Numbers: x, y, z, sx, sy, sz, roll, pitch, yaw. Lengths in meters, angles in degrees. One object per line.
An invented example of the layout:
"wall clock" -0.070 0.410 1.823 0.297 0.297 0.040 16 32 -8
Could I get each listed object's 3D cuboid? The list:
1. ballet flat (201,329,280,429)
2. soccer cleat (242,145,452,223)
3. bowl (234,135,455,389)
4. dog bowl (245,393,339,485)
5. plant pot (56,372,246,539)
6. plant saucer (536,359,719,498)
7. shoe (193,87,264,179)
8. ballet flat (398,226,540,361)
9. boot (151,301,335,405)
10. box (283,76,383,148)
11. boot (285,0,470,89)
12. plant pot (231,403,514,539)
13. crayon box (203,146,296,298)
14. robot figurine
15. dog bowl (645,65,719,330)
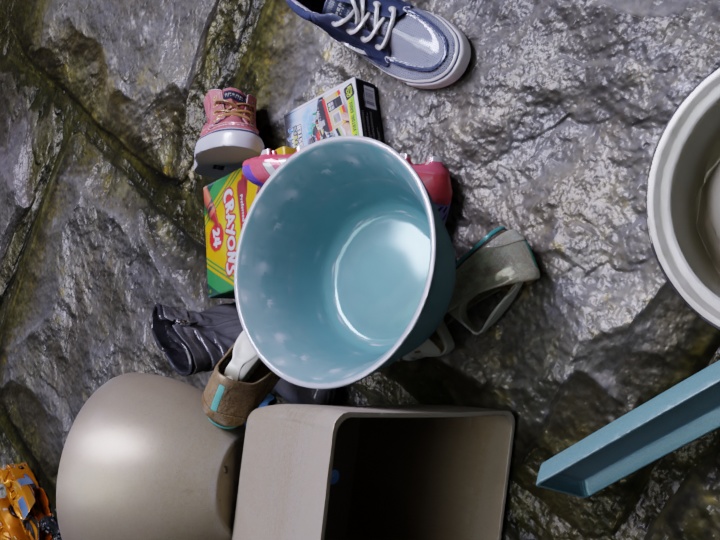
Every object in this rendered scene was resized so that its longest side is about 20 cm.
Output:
"ballet flat" -0.089 0.065 0.805 0.067 0.200 0.073 24 130 13
"soccer cleat" -0.013 -0.074 0.774 0.197 0.067 0.078 3 96 0
"bowl" 0.000 0.000 0.698 0.199 0.105 0.204 -8 76 32
"dog bowl" -0.103 0.204 0.889 0.199 0.049 0.113 29 104 39
"plant pot" -0.169 0.201 0.794 0.133 0.200 0.203 -1 84 24
"plant saucer" 0.220 0.112 0.605 0.200 0.069 0.019 -40 45 31
"shoe" -0.145 -0.159 0.913 0.200 0.071 0.092 175 102 -73
"ballet flat" 0.076 0.041 0.742 0.200 0.067 0.063 -43 72 31
"boot" -0.128 0.096 0.865 0.199 0.131 0.071 30 112 40
"box" -0.021 -0.083 0.858 0.109 0.034 0.203 -18 73 39
"boot" 0.010 -0.236 0.810 0.199 0.090 0.074 32 106 39
"plant pot" -0.008 0.205 0.721 0.176 0.198 0.203 7 90 51
"crayon box" -0.094 -0.048 0.865 0.199 0.050 0.129 -17 74 49
"robot figurine" -0.483 0.387 1.198 0.200 0.058 0.146 48 117 34
"dog bowl" 0.297 -0.048 0.549 0.198 0.073 0.203 -5 82 40
